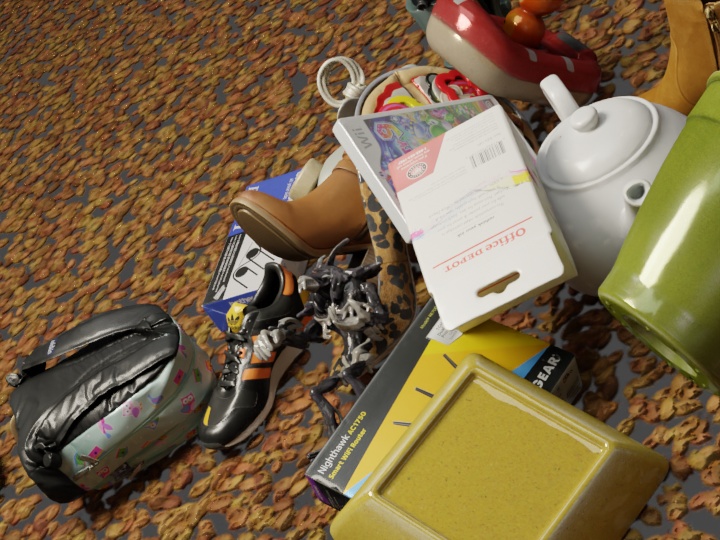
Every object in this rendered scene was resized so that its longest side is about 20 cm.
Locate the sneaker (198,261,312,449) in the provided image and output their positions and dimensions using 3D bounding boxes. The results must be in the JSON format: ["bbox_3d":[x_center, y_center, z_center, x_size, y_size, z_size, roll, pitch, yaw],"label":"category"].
[{"bbox_3d":[-0.115,0.081,1.618,0.069,0.090,0.201,-2,44,43],"label":"sneaker"}]

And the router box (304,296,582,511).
[{"bbox_3d":[0.070,0.131,1.358,0.148,0.051,0.201,21,61,31],"label":"router box"}]

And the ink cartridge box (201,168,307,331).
[{"bbox_3d":[-0.101,-0.027,1.795,0.093,0.044,0.201,-16,36,27],"label":"ink cartridge box"}]

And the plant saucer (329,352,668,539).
[{"bbox_3d":[0.102,0.164,1.256,0.199,0.049,0.200,28,65,30],"label":"plant saucer"}]

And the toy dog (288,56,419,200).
[{"bbox_3d":[0.003,-0.125,1.702,0.096,0.130,0.203,-123,46,-88],"label":"toy dog"}]

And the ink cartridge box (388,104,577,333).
[{"bbox_3d":[0.106,-0.030,1.387,0.116,0.068,0.201,-27,47,12],"label":"ink cartridge box"}]

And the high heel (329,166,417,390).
[{"bbox_3d":[0.000,0.000,1.550,0.200,0.142,0.071,-49,5,-5],"label":"high heel"}]

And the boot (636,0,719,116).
[{"bbox_3d":[0.307,-0.207,1.538,0.200,0.145,0.071,-7,40,39],"label":"boot"}]

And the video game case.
[{"bbox_3d":[0.087,-0.099,1.555,0.198,0.018,0.144,-13,59,-37],"label":"video game case"}]

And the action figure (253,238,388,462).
[{"bbox_3d":[-0.025,0.062,1.469,0.118,0.102,0.202,-30,61,33],"label":"action figure"}]

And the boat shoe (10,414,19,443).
[{"bbox_3d":[-0.281,0.125,1.749,0.199,0.073,0.065,-31,22,4],"label":"boat shoe"}]

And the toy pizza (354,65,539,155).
[{"bbox_3d":[0.091,-0.135,1.636,0.032,0.198,0.201,116,178,-48],"label":"toy pizza"}]

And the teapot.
[{"bbox_3d":[0.224,-0.086,1.456,0.199,0.147,0.198,-4,43,43],"label":"teapot"}]

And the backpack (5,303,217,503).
[{"bbox_3d":[-0.244,0.129,1.648,0.199,0.127,0.167,-33,42,3],"label":"backpack"}]

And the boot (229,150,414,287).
[{"bbox_3d":[-0.025,-0.076,1.617,0.073,0.199,0.156,-2,63,58],"label":"boot"}]

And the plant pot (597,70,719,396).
[{"bbox_3d":[0.290,-0.015,1.271,0.193,0.200,0.200,-50,32,-2],"label":"plant pot"}]

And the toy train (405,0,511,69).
[{"bbox_3d":[0.106,-0.289,1.810,0.084,0.200,0.115,-14,51,27],"label":"toy train"}]

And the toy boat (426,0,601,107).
[{"bbox_3d":[0.166,-0.249,1.665,0.131,0.198,0.132,44,119,45],"label":"toy boat"}]
